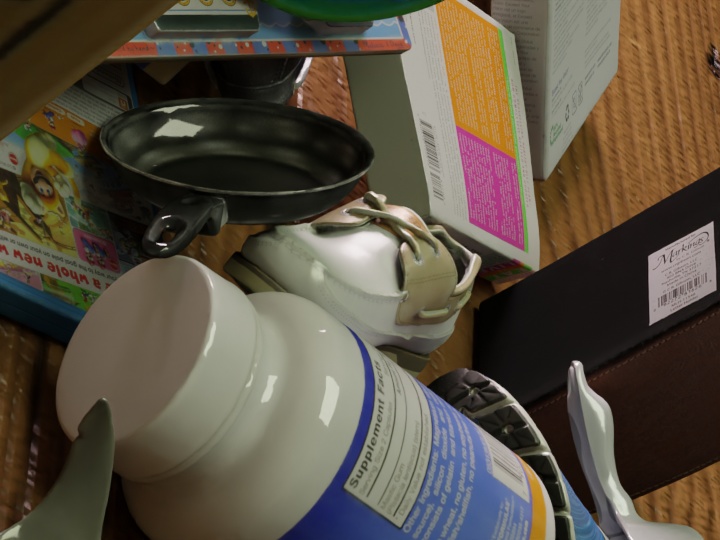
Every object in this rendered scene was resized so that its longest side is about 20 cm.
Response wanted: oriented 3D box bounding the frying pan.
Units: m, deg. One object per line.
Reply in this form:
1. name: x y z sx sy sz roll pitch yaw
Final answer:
1. frying pan: -0.044 -0.032 1.083 0.190 0.114 0.031 -117 -150 -64

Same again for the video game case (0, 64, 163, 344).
1. video game case: -0.137 -0.062 1.101 0.143 0.018 0.201 29 40 -48

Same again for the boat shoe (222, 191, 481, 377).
1. boat shoe: 0.000 0.000 1.169 0.075 0.068 0.200 41 6 14

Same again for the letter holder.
1. letter holder: 0.177 0.047 1.342 0.142 0.199 0.101 45 30 -29

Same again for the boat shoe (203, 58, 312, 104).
1. boat shoe: -0.048 -0.134 1.284 0.200 0.071 0.068 -97 -178 -63

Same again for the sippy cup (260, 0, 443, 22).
1. sippy cup: -0.003 -0.198 1.145 0.178 0.139 0.131 30 39 -44

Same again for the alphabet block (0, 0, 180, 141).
1. alphabet block: -0.170 -0.171 0.929 0.196 0.200 0.196 29 39 -39

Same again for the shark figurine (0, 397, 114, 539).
1. shark figurine: -0.046 0.158 0.951 0.215 0.089 0.128 63 13 28

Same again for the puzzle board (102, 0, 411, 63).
1. puzzle board: -0.064 -0.163 1.164 0.199 0.017 0.152 -7 73 -47

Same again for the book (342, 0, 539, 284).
1. book: 0.041 -0.072 1.337 0.200 0.048 0.134 25 52 -70

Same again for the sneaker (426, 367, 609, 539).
1. sneaker: 0.079 0.137 1.196 0.201 0.078 0.089 64 12 2

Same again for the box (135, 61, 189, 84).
1. box: -0.147 -0.177 1.154 0.200 0.032 0.121 42 21 -27

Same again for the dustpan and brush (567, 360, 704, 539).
1. dustpan and brush: 0.134 0.141 1.270 0.140 0.057 0.201 128 -43 -82

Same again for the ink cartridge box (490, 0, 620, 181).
1. ink cartridge box: 0.114 -0.177 1.520 0.200 0.040 0.201 -52 148 -63

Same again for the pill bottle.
1. pill bottle: -0.023 0.078 1.054 0.200 0.112 0.113 37 34 -38
